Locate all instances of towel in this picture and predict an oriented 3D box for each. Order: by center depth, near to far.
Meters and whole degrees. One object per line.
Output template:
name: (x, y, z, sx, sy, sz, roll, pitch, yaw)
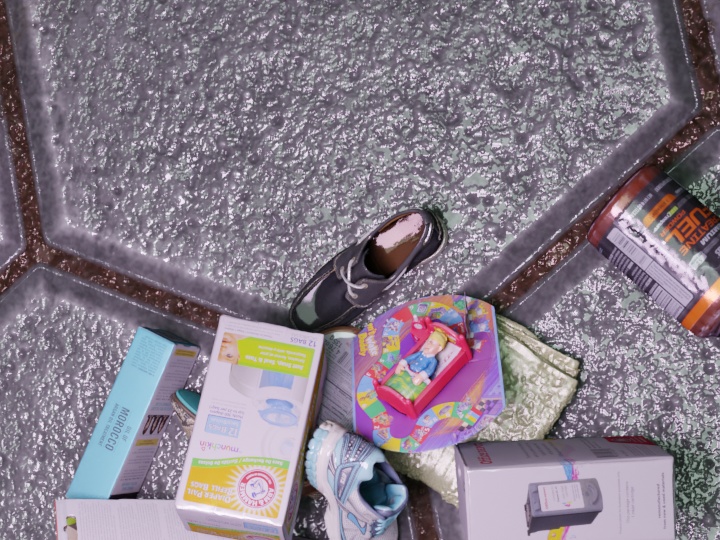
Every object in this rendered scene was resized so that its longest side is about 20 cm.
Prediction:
towel: (0.127, 0.149, 1.558, 0.148, 0.036, 0.201, 31, 91, 13)

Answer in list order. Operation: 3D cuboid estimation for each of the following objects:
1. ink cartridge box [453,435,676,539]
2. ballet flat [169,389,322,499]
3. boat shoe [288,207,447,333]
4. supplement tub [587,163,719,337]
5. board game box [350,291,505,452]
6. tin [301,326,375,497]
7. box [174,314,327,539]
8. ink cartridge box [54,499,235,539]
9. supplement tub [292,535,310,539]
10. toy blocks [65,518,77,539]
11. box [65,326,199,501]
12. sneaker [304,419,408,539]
ink cartridge box: (0.197, 0.215, 1.456, 0.198, 0.148, 0.086, -4, 93, 0)
ballet flat: (-0.124, 0.197, 1.600, 0.199, 0.068, 0.076, 20, 101, 11)
boat shoe: (0.000, 0.000, 1.586, 0.199, 0.068, 0.072, -36, 79, 9)
supplement tub: (0.332, -0.007, 1.489, 0.200, 0.107, 0.107, 42, 95, 13)
board game box: (0.061, 0.090, 1.501, 0.157, 0.039, 0.201, -12, 45, 11)
tin: (-0.045, 0.146, 1.562, 0.112, 0.042, 0.200, 34, 71, 18)
box: (-0.105, 0.163, 1.480, 0.112, 0.102, 0.201, 10, 68, 5)
ink cartridge box: (-0.217, 0.289, 1.543, 0.198, 0.109, 0.051, 3, 117, -15)
supplement tub: (-0.067, 0.386, 1.536, 0.122, 0.122, 0.201, 18, 88, 14)
toy blocks: (-0.265, 0.366, 1.607, 0.199, 0.100, 0.138, 24, 100, 20)
box: (-0.247, 0.164, 1.619, 0.049, 0.082, 0.201, 24, 90, 15)
sneaker: (0.009, 0.237, 1.498, 0.086, 0.201, 0.078, 16, 58, 32)
